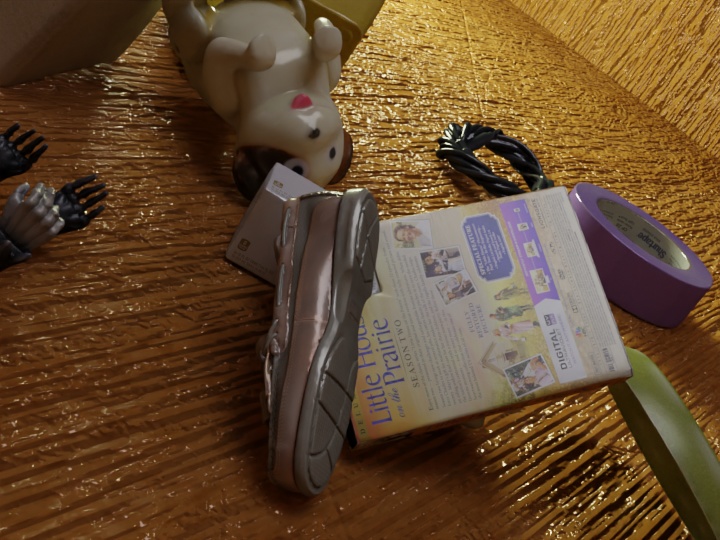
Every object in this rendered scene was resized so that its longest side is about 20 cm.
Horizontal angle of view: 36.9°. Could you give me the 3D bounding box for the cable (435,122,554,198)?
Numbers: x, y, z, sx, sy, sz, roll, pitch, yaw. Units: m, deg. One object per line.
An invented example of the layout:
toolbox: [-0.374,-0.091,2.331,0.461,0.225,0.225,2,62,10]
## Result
cable: [0.167,-0.128,1.341,0.163,0.051,0.200,26,27,-5]

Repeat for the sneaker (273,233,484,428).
sneaker: [0.030,0.022,0.784,0.200,0.100,0.078,37,-4,-4]

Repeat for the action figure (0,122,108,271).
action figure: [-0.224,-0.039,0.589,0.119,0.102,0.200,46,22,-1]

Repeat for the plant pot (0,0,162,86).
plant pot: [-0.240,-0.296,0.883,0.200,0.177,0.200,56,23,-5]

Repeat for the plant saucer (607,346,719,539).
plant saucer: [0.235,0.136,0.801,0.201,0.031,0.200,61,4,-8]

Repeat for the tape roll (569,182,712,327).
tape roll: [0.325,-0.021,1.305,0.200,0.066,0.200,28,23,-13]

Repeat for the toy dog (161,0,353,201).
toy dog: [-0.088,-0.153,0.936,0.139,0.194,0.201,-12,64,-36]

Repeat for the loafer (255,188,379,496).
loafer: [-0.034,0.040,0.664,0.063,0.072,0.201,3,61,17]

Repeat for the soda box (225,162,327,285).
soda box: [0.000,0.000,0.841,0.199,0.068,0.064,30,23,-10]

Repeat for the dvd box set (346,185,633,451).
dvd box set: [0.070,0.028,0.732,0.199,0.029,0.147,-12,71,-15]

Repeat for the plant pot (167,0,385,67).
plant pot: [-0.084,-0.268,1.117,0.199,0.200,0.177,24,36,-20]
